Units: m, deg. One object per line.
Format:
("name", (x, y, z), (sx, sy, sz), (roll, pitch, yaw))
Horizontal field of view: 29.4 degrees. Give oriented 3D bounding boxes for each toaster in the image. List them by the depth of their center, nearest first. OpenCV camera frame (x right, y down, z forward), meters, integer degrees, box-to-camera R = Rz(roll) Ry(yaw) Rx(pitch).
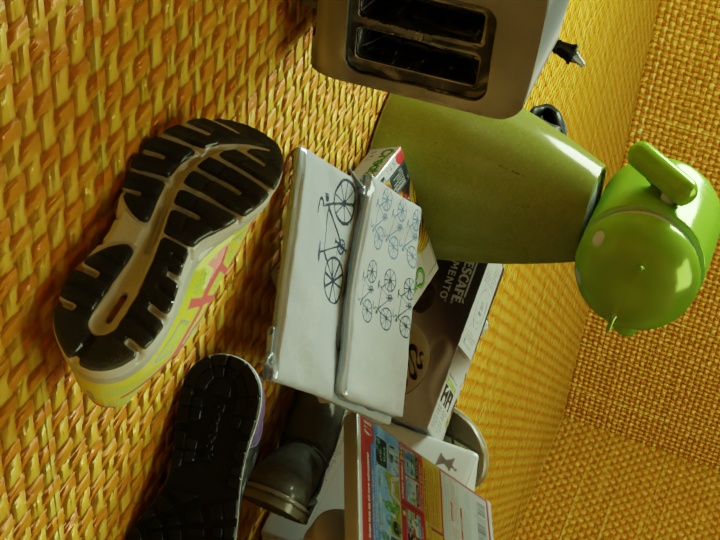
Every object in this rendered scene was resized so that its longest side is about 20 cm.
("toaster", (0.061, -0.214, 0.918), (0.119, 0.197, 0.183), (-62, 163, -48))

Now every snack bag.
("snack bag", (-0.008, 0.012, 1.086), (0.199, 0.021, 0.192), (28, 65, -56))

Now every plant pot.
("plant pot", (0.123, -0.082, 1.289), (0.187, 0.198, 0.190), (18, 90, -75))

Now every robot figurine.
("robot figurine", (0.262, -0.025, 1.246), (0.200, 0.114, 0.177), (-54, 165, -50))

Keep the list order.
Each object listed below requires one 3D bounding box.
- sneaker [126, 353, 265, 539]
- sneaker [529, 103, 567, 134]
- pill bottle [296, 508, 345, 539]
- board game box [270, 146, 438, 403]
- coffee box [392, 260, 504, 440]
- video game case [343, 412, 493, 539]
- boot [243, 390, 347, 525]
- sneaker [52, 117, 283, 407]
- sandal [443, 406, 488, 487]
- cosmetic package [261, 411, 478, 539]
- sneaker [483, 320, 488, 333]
("sneaker", (-0.109, 0.164, 0.981), (0.088, 0.075, 0.203), (59, 50, -79))
("sneaker", (0.239, -0.141, 1.904), (0.114, 0.075, 0.202), (49, 56, -71))
("pill bottle", (-0.049, 0.307, 1.182), (0.201, 0.112, 0.112), (-59, 172, 25))
("board game box", (0.000, 0.000, 1.157), (0.200, 0.034, 0.128), (-54, 133, -47))
("coffee box", (0.059, 0.061, 1.382), (0.080, 0.112, 0.202), (58, 52, -65))
("video game case", (0.055, 0.225, 1.181), (0.199, 0.017, 0.144), (38, 36, -37))
("boot", (-0.036, 0.112, 1.186), (0.182, 0.072, 0.202), (83, 32, -85))
("sneaker", (-0.111, -0.006, 0.789), (0.201, 0.077, 0.091), (-55, 167, -33))
("sandal", (0.074, 0.172, 1.444), (0.053, 0.199, 0.082), (3, 97, -35))
("cosmetic package", (0.010, 0.269, 1.351), (0.201, 0.163, 0.166), (91, 22, -50))
("sneaker", (0.089, 0.064, 1.579), (0.091, 0.077, 0.200), (-60, 159, -8))
